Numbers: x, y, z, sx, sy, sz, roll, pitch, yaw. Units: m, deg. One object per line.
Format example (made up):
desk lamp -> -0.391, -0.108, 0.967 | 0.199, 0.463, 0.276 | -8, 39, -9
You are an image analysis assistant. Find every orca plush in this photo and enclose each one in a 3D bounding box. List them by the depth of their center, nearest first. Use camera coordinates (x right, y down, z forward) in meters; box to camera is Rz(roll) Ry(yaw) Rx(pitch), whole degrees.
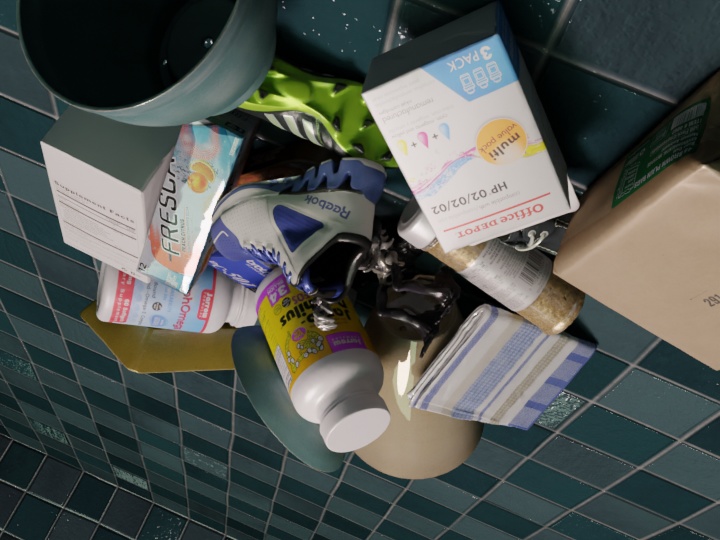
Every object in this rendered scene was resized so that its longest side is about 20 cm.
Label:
orca plush -> 0.027, -0.002, 0.933 | 0.198, 0.072, 0.105 | -3, 140, 39

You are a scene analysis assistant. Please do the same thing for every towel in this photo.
towel -> 0.160, 0.112, 0.931 | 0.198, 0.024, 0.148 | 18, 118, -37

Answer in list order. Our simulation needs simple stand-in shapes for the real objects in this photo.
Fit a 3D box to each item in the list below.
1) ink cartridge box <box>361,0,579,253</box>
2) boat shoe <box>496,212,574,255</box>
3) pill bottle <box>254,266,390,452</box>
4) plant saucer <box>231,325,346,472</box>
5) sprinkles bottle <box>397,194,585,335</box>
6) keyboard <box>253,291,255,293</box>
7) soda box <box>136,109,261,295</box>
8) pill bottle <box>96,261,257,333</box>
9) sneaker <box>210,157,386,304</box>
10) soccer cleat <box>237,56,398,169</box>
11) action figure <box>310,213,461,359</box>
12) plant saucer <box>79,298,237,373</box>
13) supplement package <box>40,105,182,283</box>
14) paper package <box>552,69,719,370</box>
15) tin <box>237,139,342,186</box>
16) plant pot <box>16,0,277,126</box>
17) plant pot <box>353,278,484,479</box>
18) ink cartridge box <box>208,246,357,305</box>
ink cartridge box -> 0.097, -0.094, 0.678 | 0.114, 0.068, 0.201 | -19, 122, 22
boat shoe -> 0.142, -0.052, 0.783 | 0.198, 0.061, 0.076 | 28, 149, -6
pill bottle -> -0.039, 0.090, 0.902 | 0.103, 0.201, 0.105 | -18, 142, -14
plant saucer -> -0.071, 0.138, 0.977 | 0.036, 0.201, 0.200 | -37, 122, 13
sprinkles bottle -> 0.133, -0.012, 0.843 | 0.199, 0.069, 0.068 | 33, 149, -14
keyboard -> -0.146, -0.026, 1.035 | 0.011, 0.057, 0.201 | 3, 144, 38
soda box -> -0.170, -0.077, 0.874 | 0.063, 0.069, 0.202 | 24, 119, -2
pill bottle -> -0.230, 0.022, 1.074 | 0.197, 0.111, 0.109 | 8, 155, -21
sneaker -> -0.064, -0.024, 0.787 | 0.197, 0.117, 0.080 | -16, 152, 34
soccer cleat -> -0.042, -0.150, 0.772 | 0.197, 0.069, 0.081 | 22, -179, -12
action figure -> 0.000, 0.000, 0.847 | 0.198, 0.102, 0.120 | 31, 131, 5
plant saucer -> -0.260, 0.076, 1.162 | 0.198, 0.049, 0.199 | 3, -163, -40
supplement package -> -0.261, -0.101, 0.934 | 0.118, 0.122, 0.201 | 26, 150, 2
paper package -> 0.288, -0.028, 0.674 | 0.189, 0.105, 0.200 | 28, 150, -7
tin -> -0.071, -0.083, 0.913 | 0.198, 0.042, 0.112 | -8, 133, 42
plant pot -> -0.145, -0.199, 0.658 | 0.197, 0.204, 0.134 | 11, 174, 22
plant pot -> 0.064, 0.113, 1.003 | 0.184, 0.189, 0.202 | 15, 139, 16
ink cartridge box -> -0.096, 0.006, 1.013 | 0.093, 0.045, 0.200 | 2, 157, 35
